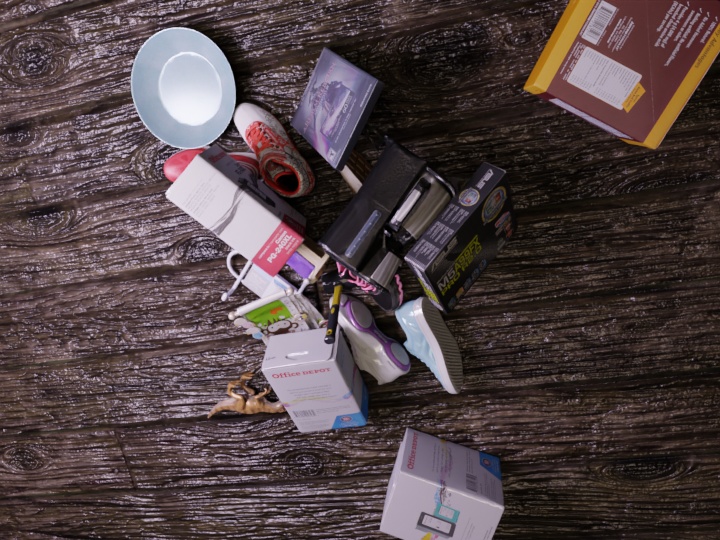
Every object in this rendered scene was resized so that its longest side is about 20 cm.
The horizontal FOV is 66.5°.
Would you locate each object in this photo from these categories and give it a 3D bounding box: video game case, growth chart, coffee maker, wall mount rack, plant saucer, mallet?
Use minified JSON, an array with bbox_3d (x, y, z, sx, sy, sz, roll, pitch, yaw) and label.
[{"bbox_3d":[-0.045,-0.265,0.884,0.019,0.200,0.144,13,115,-38],"label":"video game case"},{"bbox_3d":[-0.139,0.095,1.013,0.143,0.018,0.200,-28,143,11],"label":"growth chart"},{"bbox_3d":[0.023,-0.094,0.874,0.191,0.135,0.201,38,91,28],"label":"coffee maker"},{"bbox_3d":[-0.171,0.025,1.028,0.199,0.075,0.174,36,122,-2],"label":"wall mount rack"},{"bbox_3d":[-0.310,-0.322,0.981,0.198,0.039,0.204,3,106,10],"label":"plant saucer"},{"bbox_3d":[-0.053,0.062,0.966,0.065,0.201,0.042,-11,120,19],"label":"mallet"}]

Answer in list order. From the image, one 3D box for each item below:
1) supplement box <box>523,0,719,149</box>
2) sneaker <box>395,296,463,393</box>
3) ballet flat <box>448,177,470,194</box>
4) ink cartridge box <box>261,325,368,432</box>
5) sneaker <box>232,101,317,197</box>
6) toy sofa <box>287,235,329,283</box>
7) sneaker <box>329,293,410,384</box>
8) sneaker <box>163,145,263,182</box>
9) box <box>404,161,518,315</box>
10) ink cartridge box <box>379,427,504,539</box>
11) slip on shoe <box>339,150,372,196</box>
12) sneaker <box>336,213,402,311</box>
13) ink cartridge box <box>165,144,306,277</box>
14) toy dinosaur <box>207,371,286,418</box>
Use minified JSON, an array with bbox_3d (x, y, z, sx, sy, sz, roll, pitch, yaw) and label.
[{"bbox_3d":[0.384,-0.317,0.806,0.198,0.133,0.199,28,109,1],"label":"supplement box"},{"bbox_3d":[0.128,0.143,1.031,0.081,0.074,0.202,-15,105,38],"label":"sneaker"},{"bbox_3d":[0.154,-0.065,0.966,0.071,0.072,0.204,9,108,7],"label":"ballet flat"},{"bbox_3d":[-0.079,0.207,1.031,0.142,0.085,0.202,-10,131,14],"label":"ink cartridge box"},{"bbox_3d":[-0.158,-0.211,0.949,0.067,0.108,0.202,-39,96,18],"label":"sneaker"},{"bbox_3d":[-0.146,-0.059,1.006,0.199,0.083,0.098,38,108,-2],"label":"toy sofa"},{"bbox_3d":[0.001,0.135,1.040,0.200,0.075,0.100,49,125,2],"label":"sneaker"},{"bbox_3d":[-0.277,-0.180,0.976,0.197,0.116,0.080,-2,106,11],"label":"sneaker"},{"bbox_3d":[0.168,-0.046,0.879,0.044,0.161,0.200,35,79,34],"label":"box"},{"bbox_3d":[0.156,0.431,1.061,0.197,0.147,0.148,17,109,6],"label":"ink cartridge box"},{"bbox_3d":[0.012,-0.129,0.967,0.200,0.076,0.060,47,126,-9],"label":"slip on shoe"},{"bbox_3d":[0.000,0.000,0.975,0.078,0.095,0.201,-17,111,47],"label":"sneaker"},{"bbox_3d":[-0.186,-0.098,0.864,0.199,0.145,0.084,39,101,-15],"label":"ink cartridge box"},{"bbox_3d":[-0.248,0.271,1.133,0.197,0.060,0.108,-4,107,12],"label":"toy dinosaur"}]
